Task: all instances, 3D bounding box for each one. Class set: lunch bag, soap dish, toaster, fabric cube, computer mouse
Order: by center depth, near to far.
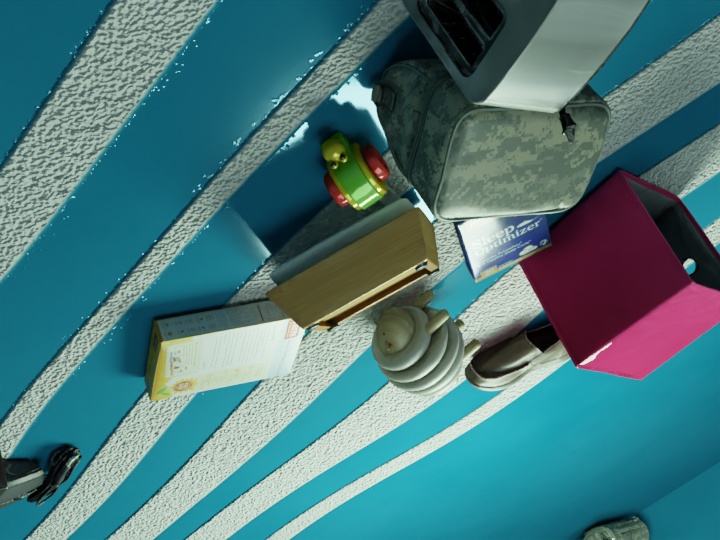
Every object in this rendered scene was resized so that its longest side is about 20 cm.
[{"bbox_3d":[0.146,-0.245,0.848,0.118,0.201,0.181,-5,145,-37],"label":"toaster"},{"bbox_3d":[0.128,-0.150,1.007,0.198,0.168,0.140,-7,133,-25],"label":"lunch bag"},{"bbox_3d":[0.000,0.000,1.179,0.199,0.082,0.157,-29,171,7],"label":"soap dish"},{"bbox_3d":[-0.483,0.293,1.343,0.199,0.053,0.139,8,137,-42],"label":"computer mouse"},{"bbox_3d":[0.382,0.013,1.404,0.199,0.197,0.199,13,133,-46],"label":"fabric cube"},{"bbox_3d":[0.733,0.802,2.883,0.199,0.139,0.169,2,123,-42],"label":"lunch bag"}]

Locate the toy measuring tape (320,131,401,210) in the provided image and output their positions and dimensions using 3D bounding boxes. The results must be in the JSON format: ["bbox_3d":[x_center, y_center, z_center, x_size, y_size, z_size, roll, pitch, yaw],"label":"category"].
[{"bbox_3d":[0.013,-0.088,1.111,0.073,0.074,0.200,-32,148,12],"label":"toy measuring tape"}]

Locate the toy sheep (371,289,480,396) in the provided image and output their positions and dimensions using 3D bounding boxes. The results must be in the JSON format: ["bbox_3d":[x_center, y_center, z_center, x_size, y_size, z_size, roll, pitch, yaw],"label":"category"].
[{"bbox_3d":[0.089,0.112,1.411,0.137,0.139,0.200,-35,129,16],"label":"toy sheep"}]

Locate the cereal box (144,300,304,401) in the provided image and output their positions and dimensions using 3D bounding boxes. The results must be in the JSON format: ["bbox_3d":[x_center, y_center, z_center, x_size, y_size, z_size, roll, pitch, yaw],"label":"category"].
[{"bbox_3d":[-0.173,0.101,1.289,0.198,0.040,0.144,-9,146,-26],"label":"cereal box"}]

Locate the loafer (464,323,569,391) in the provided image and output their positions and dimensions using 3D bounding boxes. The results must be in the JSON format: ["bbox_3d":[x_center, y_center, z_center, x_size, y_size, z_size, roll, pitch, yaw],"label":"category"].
[{"bbox_3d":[0.259,0.129,1.625,0.198,0.073,0.071,-22,139,-15],"label":"loafer"}]

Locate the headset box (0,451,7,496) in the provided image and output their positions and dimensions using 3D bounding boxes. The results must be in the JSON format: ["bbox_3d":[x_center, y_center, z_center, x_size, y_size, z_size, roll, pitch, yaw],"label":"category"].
[{"bbox_3d":[-0.460,0.203,1.082,0.075,0.201,0.149,11,135,-45],"label":"headset box"}]

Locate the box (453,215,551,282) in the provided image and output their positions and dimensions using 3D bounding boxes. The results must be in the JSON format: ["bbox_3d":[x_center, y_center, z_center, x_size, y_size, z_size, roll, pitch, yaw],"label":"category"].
[{"bbox_3d":[0.185,-0.063,1.310,0.120,0.033,0.200,-26,148,2],"label":"box"}]
